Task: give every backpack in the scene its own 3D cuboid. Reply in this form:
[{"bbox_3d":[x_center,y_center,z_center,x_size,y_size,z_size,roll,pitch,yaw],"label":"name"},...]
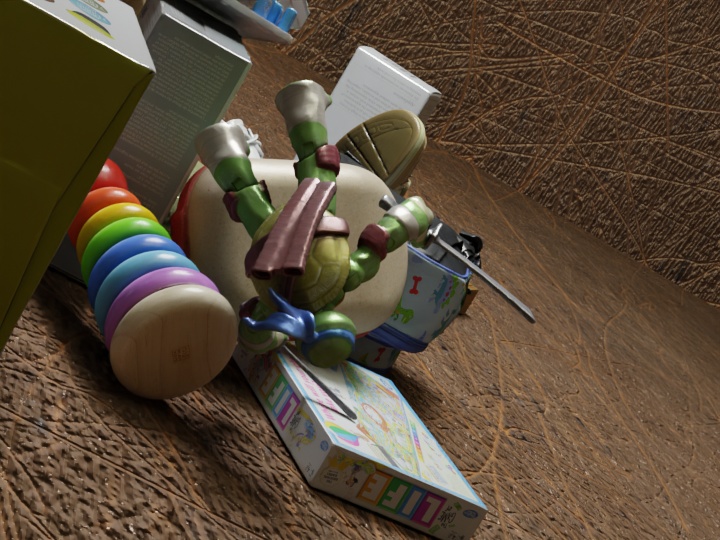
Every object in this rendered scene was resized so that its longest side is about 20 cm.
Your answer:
[{"bbox_3d":[0.000,0.000,1.462,0.182,0.148,0.200,33,7,0],"label":"backpack"}]

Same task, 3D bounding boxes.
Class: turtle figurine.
[{"bbox_3d":[-0.025,-0.011,1.158,0.199,0.144,0.195,2,58,-40],"label":"turtle figurine"}]

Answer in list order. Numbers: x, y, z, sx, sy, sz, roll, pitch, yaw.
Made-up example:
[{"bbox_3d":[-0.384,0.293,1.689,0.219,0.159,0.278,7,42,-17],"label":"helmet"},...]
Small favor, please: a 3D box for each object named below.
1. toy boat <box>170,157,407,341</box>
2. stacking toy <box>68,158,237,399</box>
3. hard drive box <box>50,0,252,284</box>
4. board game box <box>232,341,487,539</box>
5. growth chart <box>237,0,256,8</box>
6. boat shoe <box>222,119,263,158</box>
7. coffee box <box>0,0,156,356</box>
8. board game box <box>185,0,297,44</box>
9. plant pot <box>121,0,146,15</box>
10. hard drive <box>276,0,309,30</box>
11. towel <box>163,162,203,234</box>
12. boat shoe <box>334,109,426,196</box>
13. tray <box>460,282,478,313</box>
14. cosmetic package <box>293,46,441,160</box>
[{"bbox_3d":[-0.064,-0.011,1.293,0.199,0.132,0.130,2,-7,-36],"label":"toy boat"},{"bbox_3d":[-0.155,-0.007,1.154,0.085,0.086,0.200,22,22,-42],"label":"stacking toy"},{"bbox_3d":[-0.166,-0.100,1.300,0.076,0.201,0.156,28,11,-15],"label":"hard drive box"},{"bbox_3d":[-0.005,0.113,1.244,0.134,0.034,0.200,26,12,-28],"label":"board game box"},{"bbox_3d":[-0.167,-0.263,1.400,0.199,0.018,0.144,33,-5,-37],"label":"growth chart"},{"bbox_3d":[-0.143,-0.132,1.885,0.199,0.066,0.073,36,11,20],"label":"boat shoe"},{"bbox_3d":[-0.259,-0.101,1.038,0.199,0.201,0.198,28,12,-19],"label":"coffee box"},{"bbox_3d":[-0.165,-0.241,1.350,0.199,0.026,0.200,29,-4,-29],"label":"board game box"},{"bbox_3d":[-0.283,-0.228,1.500,0.200,0.183,0.202,26,49,-34],"label":"plant pot"},{"bbox_3d":[-0.109,-0.256,1.389,0.131,0.026,0.200,29,-5,6],"label":"hard drive"},{"bbox_3d":[-0.197,-0.085,1.546,0.148,0.037,0.200,35,18,11],"label":"towel"},{"bbox_3d":[-0.005,-0.065,1.609,0.063,0.201,0.073,21,26,-49],"label":"boat shoe"},{"bbox_3d":[0.054,0.006,1.902,0.098,0.037,0.200,35,10,18],"label":"tray"},{"bbox_3d":[-0.004,-0.136,1.929,0.101,0.201,0.074,34,11,10],"label":"cosmetic package"}]
